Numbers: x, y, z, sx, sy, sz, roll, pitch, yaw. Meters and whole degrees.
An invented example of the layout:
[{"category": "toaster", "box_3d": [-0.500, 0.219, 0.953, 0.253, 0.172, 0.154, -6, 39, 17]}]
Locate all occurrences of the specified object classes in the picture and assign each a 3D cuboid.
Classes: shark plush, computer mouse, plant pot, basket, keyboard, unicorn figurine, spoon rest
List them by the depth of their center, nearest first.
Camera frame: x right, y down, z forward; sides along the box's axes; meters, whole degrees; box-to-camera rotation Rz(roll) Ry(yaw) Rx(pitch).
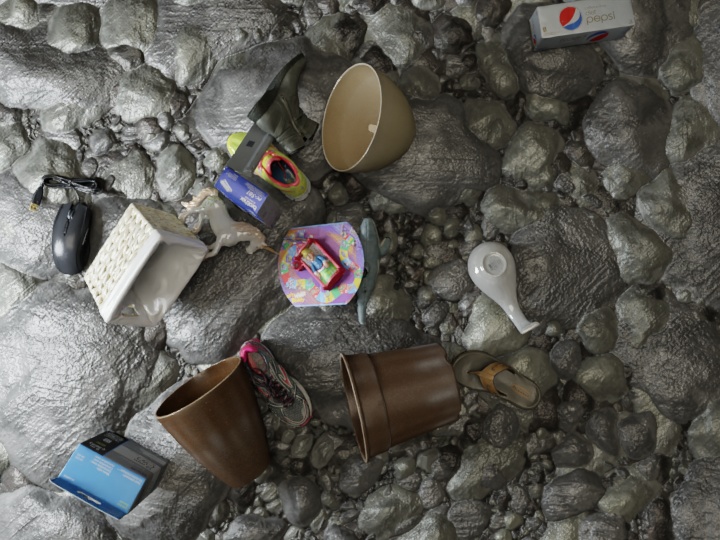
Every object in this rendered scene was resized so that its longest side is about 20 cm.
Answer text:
[{"category": "plant pot", "box_3d": [0.076, 0.233, 1.144, 0.193, 0.200, 0.206, -14, 87, -9]}, {"category": "basket", "box_3d": [-0.412, -0.011, 1.146, 0.123, 0.135, 0.202, 42, 102, 26]}, {"category": "plant pot", "box_3d": [-0.259, 0.303, 1.147, 0.184, 0.187, 0.203, -29, 101, -2]}, {"category": "plant pot", "box_3d": [0.031, -0.282, 1.182, 0.132, 0.198, 0.206, 8, 86, -35]}, {"category": "keyboard", "box_3d": [-0.209, -0.246, 1.184, 0.055, 0.011, 0.202, 10, 42, 6]}, {"category": "shark plush", "box_3d": [0.000, 0.000, 1.201, 0.089, 0.083, 0.205, 16, 87, 0]}, {"category": "unicorn figurine", "box_3d": [-0.277, -0.081, 1.209, 0.136, 0.074, 0.203, -32, 90, 2]}, {"category": "computer mouse", "box_3d": [-0.614, -0.100, 1.222, 0.137, 0.046, 0.205, 12, 87, -1]}, {"category": "spoon rest", "box_3d": [0.290, 0.035, 1.222, 0.098, 0.061, 0.203, -26, 74, -3]}]

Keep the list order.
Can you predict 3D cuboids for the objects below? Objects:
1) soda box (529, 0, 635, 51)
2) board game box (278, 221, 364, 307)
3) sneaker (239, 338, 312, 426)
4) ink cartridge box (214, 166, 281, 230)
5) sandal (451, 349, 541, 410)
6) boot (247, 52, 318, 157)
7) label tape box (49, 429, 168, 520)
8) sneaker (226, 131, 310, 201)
[{"category": "soda box", "box_3d": [0.455, -0.512, 1.245, 0.194, 0.064, 0.070, -9, 86, -2]}, {"category": "board game box", "box_3d": [-0.089, -0.012, 1.183, 0.195, 0.039, 0.163, -4, 85, 25]}, {"category": "sneaker", "box_3d": [-0.174, 0.228, 1.192, 0.080, 0.075, 0.201, -41, 88, -2]}, {"category": "ink cartridge box", "box_3d": [-0.210, -0.133, 1.149, 0.093, 0.200, 0.045, 33, 85, 2]}, {"category": "sandal", "box_3d": [0.275, 0.222, 1.204, 0.197, 0.055, 0.083, 28, 87, 1]}, {"category": "boot", "box_3d": [-0.135, -0.333, 1.229, 0.130, 0.067, 0.203, 39, 62, -20]}, {"category": "label tape box", "box_3d": [-0.458, 0.372, 1.118, 0.141, 0.200, 0.067, 27, 84, 1]}, {"category": "sneaker", "box_3d": [-0.186, -0.220, 1.210, 0.197, 0.090, 0.079, 32, 88, 3]}]
